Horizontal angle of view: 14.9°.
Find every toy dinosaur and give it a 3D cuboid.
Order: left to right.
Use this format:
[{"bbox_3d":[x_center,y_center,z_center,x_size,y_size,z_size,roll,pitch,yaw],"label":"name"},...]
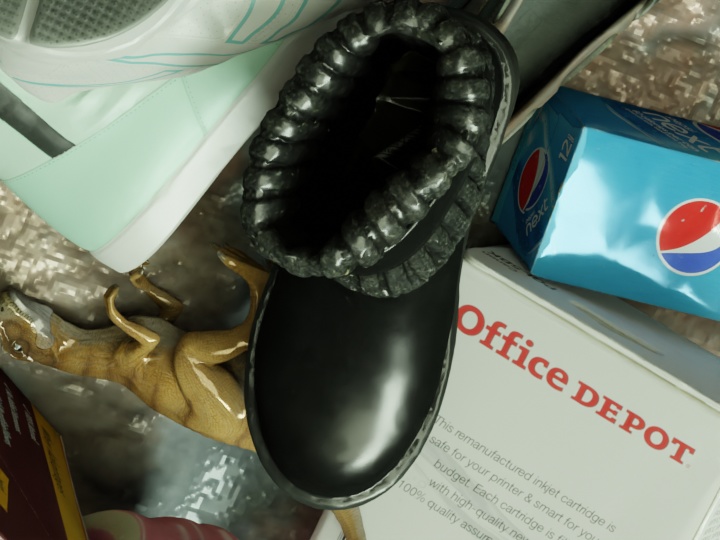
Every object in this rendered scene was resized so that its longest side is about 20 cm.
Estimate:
[{"bbox_3d":[-0.050,0.049,1.119,0.200,0.060,0.106,30,100,7],"label":"toy dinosaur"}]

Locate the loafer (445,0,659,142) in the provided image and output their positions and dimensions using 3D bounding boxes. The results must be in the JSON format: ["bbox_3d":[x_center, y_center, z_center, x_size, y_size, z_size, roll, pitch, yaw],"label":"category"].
[{"bbox_3d":[0.090,-0.114,1.090,0.072,0.063,0.200,38,99,-24],"label":"loafer"}]

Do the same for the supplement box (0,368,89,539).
[{"bbox_3d":[-0.212,0.073,1.020,0.133,0.197,0.200,-37,115,3],"label":"supplement box"}]

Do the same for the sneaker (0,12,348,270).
[{"bbox_3d":[-0.078,-0.108,1.039,0.118,0.074,0.200,35,99,-20],"label":"sneaker"}]

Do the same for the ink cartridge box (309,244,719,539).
[{"bbox_3d":[0.069,0.108,1.128,0.147,0.083,0.200,32,106,20],"label":"ink cartridge box"}]

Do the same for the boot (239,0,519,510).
[{"bbox_3d":[-0.002,-0.001,0.999,0.079,0.158,0.211,14,100,5],"label":"boot"}]

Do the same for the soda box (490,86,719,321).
[{"bbox_3d":[0.163,-0.017,1.147,0.200,0.064,0.068,13,108,-19],"label":"soda box"}]

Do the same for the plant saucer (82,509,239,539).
[{"bbox_3d":[-0.131,0.163,1.078,0.201,0.201,0.051,-37,107,3],"label":"plant saucer"}]

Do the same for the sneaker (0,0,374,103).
[{"bbox_3d":[-0.040,-0.112,0.971,0.200,0.080,0.070,-15,73,-11],"label":"sneaker"}]
